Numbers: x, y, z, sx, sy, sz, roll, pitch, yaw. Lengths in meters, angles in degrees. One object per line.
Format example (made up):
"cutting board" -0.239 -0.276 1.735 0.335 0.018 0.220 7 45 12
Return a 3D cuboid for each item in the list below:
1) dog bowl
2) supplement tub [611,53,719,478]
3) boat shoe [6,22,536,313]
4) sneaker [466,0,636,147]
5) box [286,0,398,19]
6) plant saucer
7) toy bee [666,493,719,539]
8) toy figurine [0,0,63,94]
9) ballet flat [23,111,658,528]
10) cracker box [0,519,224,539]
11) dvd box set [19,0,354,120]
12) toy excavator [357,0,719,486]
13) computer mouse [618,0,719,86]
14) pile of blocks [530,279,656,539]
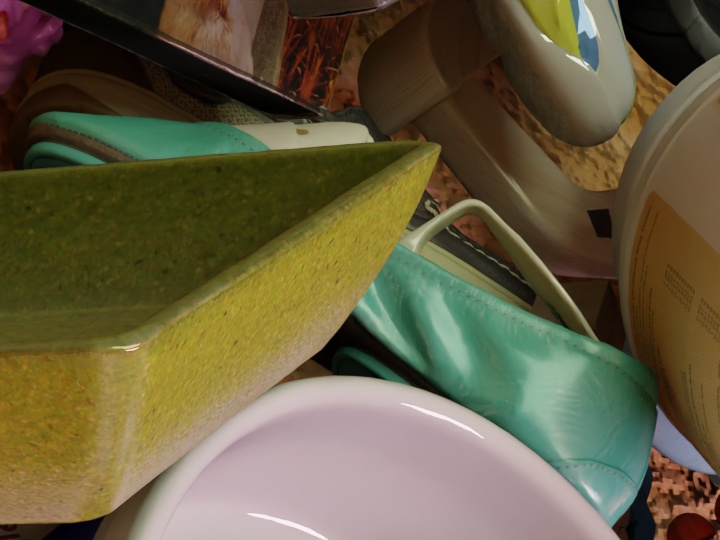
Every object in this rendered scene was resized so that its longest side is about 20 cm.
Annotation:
"dog bowl" -0.002 0.133 0.668 0.200 0.079 0.201 23 51 -32
"supplement tub" 0.156 0.013 0.749 0.144 0.145 0.200 35 8 -19
"boat shoe" -0.013 -0.023 0.839 0.200 0.073 0.065 30 54 -24
"sneaker" 0.068 -0.143 0.830 0.105 0.076 0.201 -21 81 -3
"box" 0.012 -0.193 0.733 0.158 0.048 0.201 -32 107 -29
"plant saucer" -0.099 0.017 0.645 0.200 0.199 0.048 -36 119 -65
"toy bee" 0.127 0.121 0.801 0.131 0.200 0.109 -29 88 -26
"toy figurine" -0.114 -0.123 0.785 0.200 0.150 0.184 42 56 -18
"ballet flat" 0.000 0.000 0.763 0.200 0.067 0.070 34 68 5
"cracker box" -0.111 0.127 0.674 0.199 0.058 0.134 -4 68 -41
"dvd box set" -0.043 -0.160 0.750 0.146 0.029 0.201 24 77 -36
"toy excavator" 0.106 -0.003 0.897 0.200 0.100 0.195 -4 68 -47
"computer mouse" 0.131 -0.106 0.922 0.140 0.046 0.201 31 38 -31
"pile of blocks" 0.053 0.106 0.816 0.082 0.062 0.201 23 65 -64
